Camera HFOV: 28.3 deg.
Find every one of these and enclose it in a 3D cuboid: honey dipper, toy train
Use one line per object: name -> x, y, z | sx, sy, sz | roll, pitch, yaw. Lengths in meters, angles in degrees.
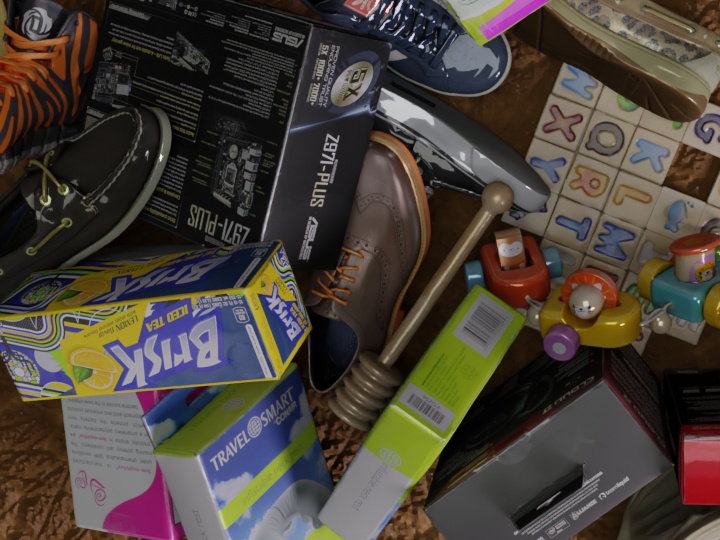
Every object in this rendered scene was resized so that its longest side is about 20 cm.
honey dipper -> 0.047, 0.023, 0.998 | 0.038, 0.038, 0.200 | 36, 101, 2
toy train -> 0.171, -0.006, 0.973 | 0.199, 0.150, 0.056 | -9, 120, 3

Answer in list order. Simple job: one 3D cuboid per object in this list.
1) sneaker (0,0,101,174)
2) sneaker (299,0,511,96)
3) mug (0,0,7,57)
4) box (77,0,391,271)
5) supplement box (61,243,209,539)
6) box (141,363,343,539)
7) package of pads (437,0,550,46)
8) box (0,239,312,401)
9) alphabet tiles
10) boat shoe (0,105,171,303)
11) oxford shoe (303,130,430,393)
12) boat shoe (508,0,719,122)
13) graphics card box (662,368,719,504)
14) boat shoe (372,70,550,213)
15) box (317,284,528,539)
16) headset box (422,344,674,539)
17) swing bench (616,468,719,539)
sneaker -> -0.246, -0.134, 0.983 | 0.077, 0.200, 0.112 | 20, 110, 13
sneaker -> 0.015, -0.185, 1.004 | 0.200, 0.085, 0.075 | 31, 102, 3
mug -> -0.355, -0.159, 1.041 | 0.153, 0.149, 0.187 | -25, 88, 20
box -> -0.094, -0.106, 0.989 | 0.200, 0.086, 0.164 | 22, 103, 37
supplement box -> -0.152, 0.085, 1.048 | 0.101, 0.103, 0.201 | 2, 99, 36
box -> -0.074, 0.160, 1.020 | 0.048, 0.122, 0.201 | 2, 119, 35
package of pads -> 0.097, -0.255, 0.930 | 0.154, 0.200, 0.068 | -31, 136, 17
box -> -0.137, 0.034, 0.924 | 0.199, 0.064, 0.070 | -7, 117, 25
alphabet tiles -> 0.191, -0.037, 1.039 | 0.167, 0.008, 0.201 | 22, 101, 5
boat shoe -> -0.209, -0.043, 0.977 | 0.201, 0.060, 0.072 | -42, 52, 24
oxford shoe -> 0.000, 0.000, 1.007 | 0.071, 0.073, 0.201 | 20, 123, 24
boat shoe -> 0.162, -0.178, 0.995 | 0.200, 0.073, 0.063 | 33, 79, -2
graphics card box -> 0.269, 0.107, 0.951 | 0.125, 0.200, 0.051 | -1, 98, 8
boat shoe -> 0.038, -0.086, 1.022 | 0.199, 0.074, 0.068 | 29, 110, -4
box -> 0.037, 0.109, 0.979 | 0.048, 0.122, 0.200 | 35, 143, 5
headset box -> 0.128, 0.120, 0.971 | 0.149, 0.200, 0.077 | -39, 95, 14
swing bench -> 0.276, 0.192, 0.964 | 0.199, 0.199, 0.130 | 6, 99, 7
